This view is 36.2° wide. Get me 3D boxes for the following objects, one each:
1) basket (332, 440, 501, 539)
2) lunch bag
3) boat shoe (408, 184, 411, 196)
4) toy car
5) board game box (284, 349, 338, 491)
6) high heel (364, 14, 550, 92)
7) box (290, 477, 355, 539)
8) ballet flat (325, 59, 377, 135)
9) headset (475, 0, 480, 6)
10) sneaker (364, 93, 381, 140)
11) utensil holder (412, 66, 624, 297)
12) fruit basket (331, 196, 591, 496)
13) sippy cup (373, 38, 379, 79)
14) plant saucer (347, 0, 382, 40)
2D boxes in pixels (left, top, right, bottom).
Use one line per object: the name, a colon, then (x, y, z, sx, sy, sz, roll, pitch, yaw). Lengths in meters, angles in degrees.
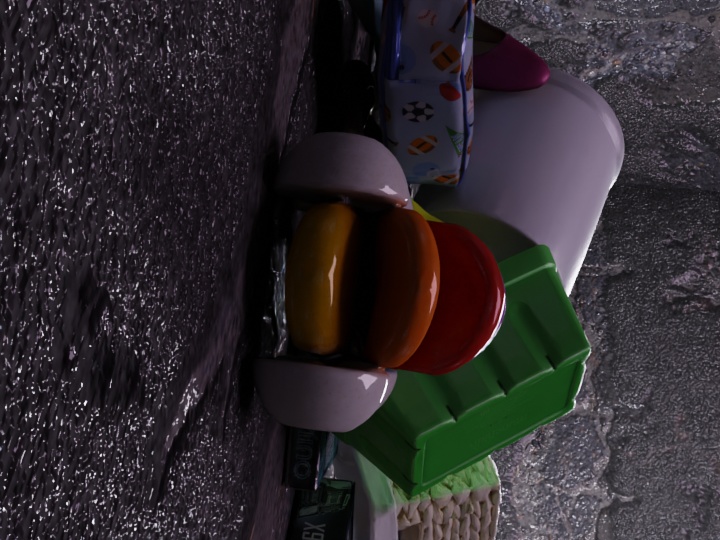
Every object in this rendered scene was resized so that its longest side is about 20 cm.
basket: (0.045, 0.183, 1.033, 0.200, 0.123, 0.136, -109, -165, -49)
lunch bag: (0.051, -0.168, 0.872, 0.200, 0.075, 0.161, 89, 2, -60)
boat shoe: (0.000, 0.000, 0.997, 0.084, 0.068, 0.201, 43, 57, -68)
toy car: (0.018, 0.013, 0.698, 0.200, 0.149, 0.176, 42, 53, -84)
board game box: (-0.030, 0.067, 0.905, 0.135, 0.028, 0.201, -22, 118, -84)
high heel: (0.081, -0.228, 0.985, 0.067, 0.199, 0.096, -50, 153, -35)
box: (-0.041, 0.303, 0.931, 0.200, 0.050, 0.158, -80, 174, -46)
ballet flat: (-0.005, -0.109, 0.883, 0.200, 0.046, 0.068, -78, 172, -55)
headset: (0.075, -0.322, 1.108, 0.200, 0.093, 0.124, 128, -43, -76)
sneaker: (0.019, -0.140, 1.066, 0.200, 0.082, 0.075, 136, -62, -72)
utensil holder: (0.134, -0.061, 1.001, 0.170, 0.169, 0.200, 91, 22, -47)
fruit basket: (0.056, 0.042, 0.871, 0.156, 0.214, 0.216, 90, 8, -51)
sippy cup: (0.066, -0.187, 1.229, 0.139, 0.177, 0.131, 9, -99, 54)
plant saucer: (0.006, -0.284, 0.862, 0.201, 0.038, 0.202, 6, 90, -85)
